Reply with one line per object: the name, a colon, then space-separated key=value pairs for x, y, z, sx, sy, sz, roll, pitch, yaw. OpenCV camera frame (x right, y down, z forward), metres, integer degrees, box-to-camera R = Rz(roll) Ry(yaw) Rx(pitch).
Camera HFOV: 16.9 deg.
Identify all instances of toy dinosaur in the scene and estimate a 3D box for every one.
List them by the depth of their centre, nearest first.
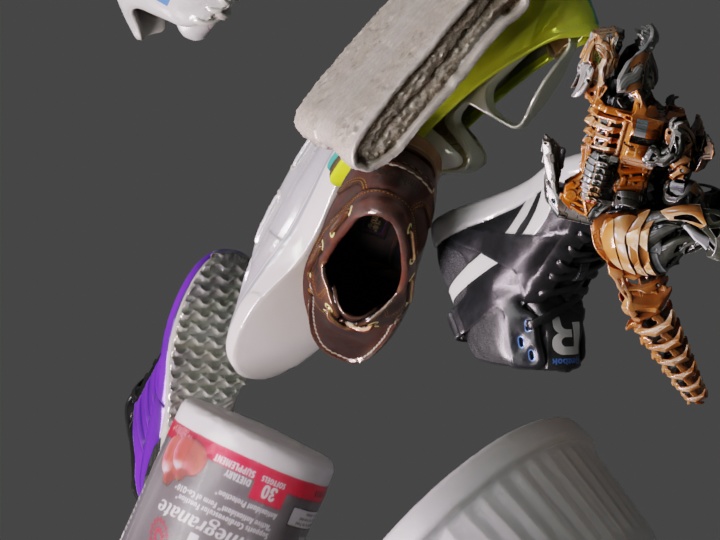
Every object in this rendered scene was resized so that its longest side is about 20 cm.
toy dinosaur: x=0.168 y=-0.034 z=1.297 sx=0.102 sy=0.135 sz=0.200 roll=-91 pitch=-9 yaw=-54

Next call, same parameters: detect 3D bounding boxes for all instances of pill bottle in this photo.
pill bottle: x=-0.105 y=0.193 z=1.571 sx=0.111 sy=0.111 sz=0.200 roll=23 pitch=89 yaw=44

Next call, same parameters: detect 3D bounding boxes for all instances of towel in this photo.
towel: x=0.044 y=-0.145 z=1.417 sx=0.200 sy=0.034 sz=0.133 roll=-50 pitch=20 yaw=-2

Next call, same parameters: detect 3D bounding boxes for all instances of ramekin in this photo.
ramekin: x=0.081 y=0.186 z=1.361 sx=0.094 sy=0.202 sz=0.203 roll=43 pitch=121 yaw=23

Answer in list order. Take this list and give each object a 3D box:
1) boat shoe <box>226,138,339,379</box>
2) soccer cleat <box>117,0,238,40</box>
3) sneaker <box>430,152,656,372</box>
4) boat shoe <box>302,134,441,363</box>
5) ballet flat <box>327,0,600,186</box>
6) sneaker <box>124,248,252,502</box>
boat shoe: x=-0.036 y=-0.023 z=1.569 sx=0.200 sy=0.072 sz=0.069 roll=-66 pitch=34 yaw=26
soccer cleat: x=-0.095 y=-0.203 z=1.637 sx=0.200 sy=0.070 sz=0.087 roll=-6 pitch=102 yaw=48
sneaker: x=0.125 y=-0.001 z=1.402 sx=0.200 sy=0.073 sz=0.112 roll=-24 pitch=76 yaw=52
boat shoe: x=0.000 y=0.000 z=1.476 sx=0.200 sy=0.070 sz=0.070 roll=103 pitch=-177 yaw=-53
ballet flat: x=0.064 y=-0.099 z=1.448 sx=0.200 sy=0.067 sz=0.067 roll=-43 pitch=75 yaw=20
sneaker: x=-0.123 y=0.079 z=1.658 sx=0.099 sy=0.069 sz=0.201 roll=20 pitch=99 yaw=59
